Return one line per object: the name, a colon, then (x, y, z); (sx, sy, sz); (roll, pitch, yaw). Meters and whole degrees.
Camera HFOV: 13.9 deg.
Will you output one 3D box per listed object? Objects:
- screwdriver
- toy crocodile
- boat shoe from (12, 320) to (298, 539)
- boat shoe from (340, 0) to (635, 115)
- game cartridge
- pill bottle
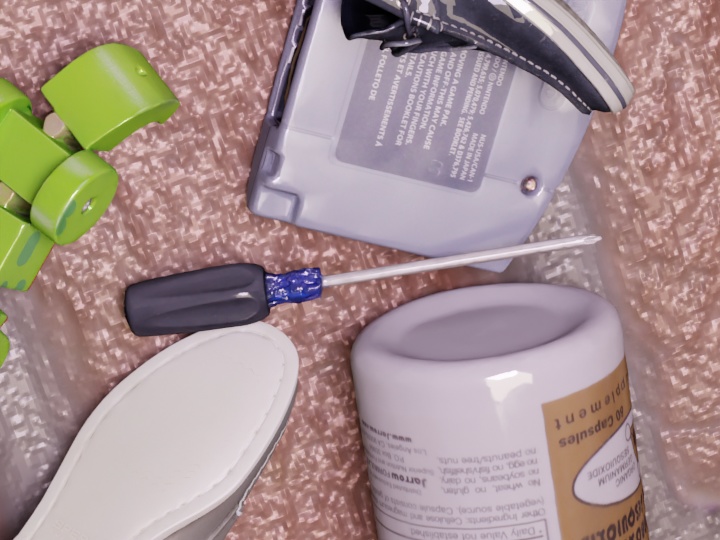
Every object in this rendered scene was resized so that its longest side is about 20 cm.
screwdriver: (0.000, 0.000, 1.223); (0.200, 0.028, 0.029); (-11, 148, 6)
toy crocodile: (-0.150, -0.009, 1.190); (0.068, 0.062, 0.200); (38, 95, 18)
boat shoe: (-0.094, 0.108, 1.234); (0.202, 0.072, 0.060); (-51, 152, -11)
boat shoe: (0.020, -0.113, 1.166); (0.200, 0.075, 0.062); (31, 99, -16)
game cartridge: (0.041, -0.105, 1.229); (0.133, 0.041, 0.200); (14, 100, -15)
pill bottle: (0.065, 0.115, 1.251); (0.114, 0.114, 0.200); (-13, 108, -12)
